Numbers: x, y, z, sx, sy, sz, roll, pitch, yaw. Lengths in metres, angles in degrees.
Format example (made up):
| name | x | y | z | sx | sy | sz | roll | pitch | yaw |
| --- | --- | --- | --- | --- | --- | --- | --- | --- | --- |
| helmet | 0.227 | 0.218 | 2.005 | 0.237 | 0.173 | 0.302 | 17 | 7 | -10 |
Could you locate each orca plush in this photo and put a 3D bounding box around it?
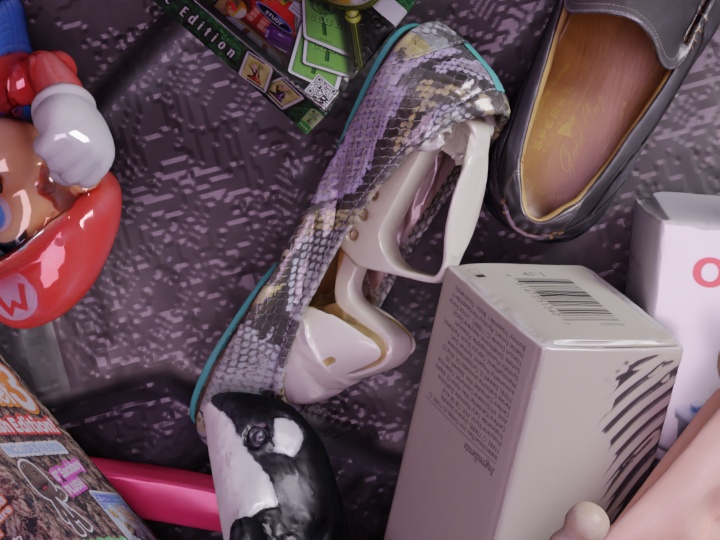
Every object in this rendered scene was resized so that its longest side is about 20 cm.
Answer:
| name | x | y | z | sx | sy | sz | roll | pitch | yaw |
| --- | --- | --- | --- | --- | --- | --- | --- | --- | --- |
| orca plush | -0.008 | 0.137 | 1.116 | 0.071 | 0.105 | 0.200 | -12 | 57 | 1 |

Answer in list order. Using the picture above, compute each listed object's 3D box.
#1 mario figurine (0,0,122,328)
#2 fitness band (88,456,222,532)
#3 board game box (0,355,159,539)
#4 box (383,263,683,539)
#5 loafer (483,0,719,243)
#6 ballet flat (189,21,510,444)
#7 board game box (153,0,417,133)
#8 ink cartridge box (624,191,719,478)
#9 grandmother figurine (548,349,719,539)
| name | x | y | z | sx | sy | sz | roll | pitch | yaw |
| --- | --- | --- | --- | --- | --- | --- | --- | --- | --- |
| mario figurine | -0.162 | -0.071 | 1.138 | 0.106 | 0.123 | 0.200 | -20 | 94 | -9 |
| fitness band | -0.090 | 0.153 | 1.211 | 0.200 | 0.037 | 0.144 | 10 | 96 | -2 |
| board game box | -0.173 | 0.132 | 1.138 | 0.159 | 0.097 | 0.200 | -43 | 79 | 10 |
| box | 0.059 | 0.102 | 1.148 | 0.068 | 0.082 | 0.200 | 0 | 115 | -29 |
| loafer | 0.109 | -0.100 | 1.152 | 0.073 | 0.072 | 0.200 | 20 | 97 | -2 |
| ballet flat | 0.000 | 0.000 | 1.154 | 0.072 | 0.072 | 0.200 | 28 | 106 | -4 |
| board game box | -0.067 | -0.153 | 1.140 | 0.200 | 0.105 | 0.023 | 40 | 142 | -5 |
| ink cartridge box | 0.176 | 0.077 | 1.172 | 0.146 | 0.086 | 0.200 | 5 | 99 | 0 |
| grandmother figurine | 0.094 | 0.124 | 1.093 | 0.200 | 0.061 | 0.121 | -46 | 127 | -3 |
